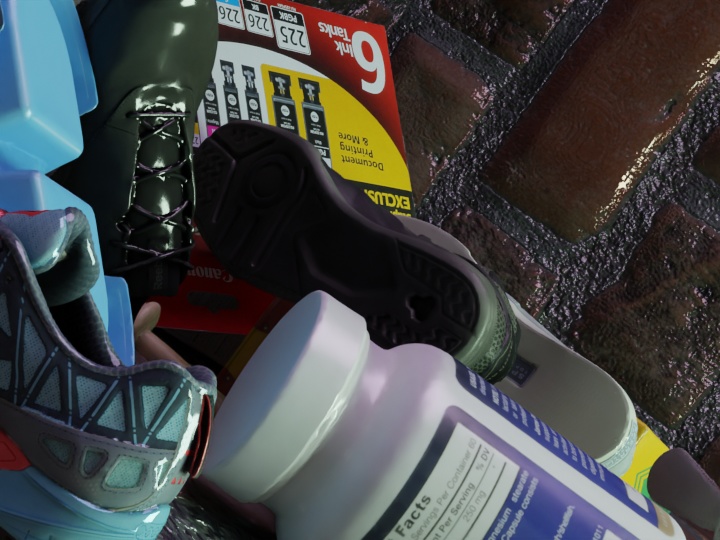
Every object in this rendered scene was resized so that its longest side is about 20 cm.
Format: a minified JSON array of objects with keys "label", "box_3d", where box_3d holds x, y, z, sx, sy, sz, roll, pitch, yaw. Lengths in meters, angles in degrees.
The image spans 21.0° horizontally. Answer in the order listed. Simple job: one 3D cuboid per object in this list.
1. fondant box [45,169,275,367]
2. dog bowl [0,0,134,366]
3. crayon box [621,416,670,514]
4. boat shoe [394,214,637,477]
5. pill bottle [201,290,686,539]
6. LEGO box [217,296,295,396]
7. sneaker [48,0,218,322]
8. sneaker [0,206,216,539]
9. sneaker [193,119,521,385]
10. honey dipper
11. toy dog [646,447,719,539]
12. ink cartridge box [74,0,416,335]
[{"label":"fondant box","box_3d":[-0.132,-0.020,1.158,0.200,0.058,0.144,35,5,-35]},{"label":"dog bowl","box_3d":[-0.134,-0.037,0.745,0.111,0.049,0.202,44,35,-76]},{"label":"crayon box","box_3d":[0.127,0.093,1.188,0.125,0.052,0.200,38,0,24]},{"label":"boat shoe","box_3d":[0.066,0.048,1.040,0.200,0.070,0.072,39,-12,26]},{"label":"pill bottle","box_3d":[0.035,0.104,0.844,0.199,0.116,0.116,37,5,-11]},{"label":"LEGO box","box_3d":[0.030,0.104,1.036,0.200,0.077,0.149,38,5,13]},{"label":"sneaker","box_3d":[-0.098,-0.038,0.848,0.075,0.201,0.091,-5,42,-35]},{"label":"sneaker","box_3d":[-0.130,0.010,0.654,0.200,0.096,0.079,38,4,8]},{"label":"sneaker","box_3d":[0.000,0.000,0.964,0.199,0.077,0.114,32,-4,29]},{"label":"honey dipper","box_3d":[-0.068,0.067,0.945,0.200,0.038,0.038,40,5,6]},{"label":"toy dog","box_3d":[0.167,0.154,0.932,0.132,0.199,0.096,58,38,-1]},{"label":"ink cartridge box","box_3d":[-0.066,-0.059,1.079,0.199,0.084,0.177,7,69,-47]}]
